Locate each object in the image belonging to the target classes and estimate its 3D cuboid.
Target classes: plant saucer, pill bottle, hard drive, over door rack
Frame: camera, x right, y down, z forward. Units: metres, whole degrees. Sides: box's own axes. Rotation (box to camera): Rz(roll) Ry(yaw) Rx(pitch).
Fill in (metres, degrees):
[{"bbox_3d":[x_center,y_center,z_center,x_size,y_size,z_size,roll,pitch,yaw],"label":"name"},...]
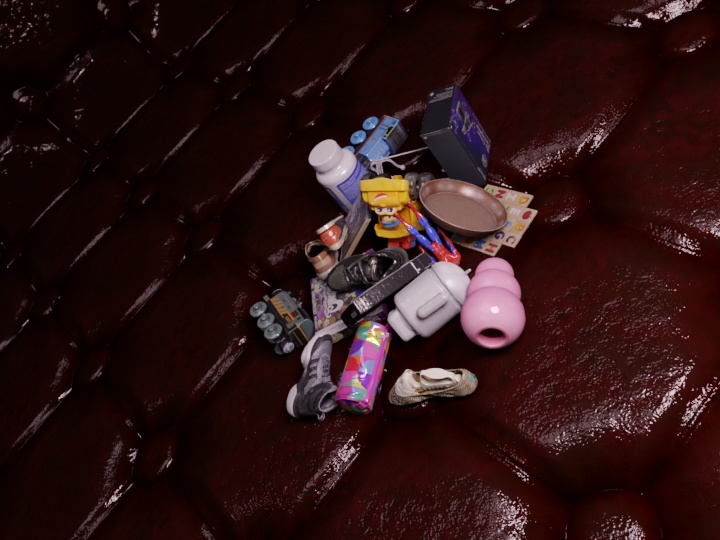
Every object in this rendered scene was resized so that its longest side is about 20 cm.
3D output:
[{"bbox_3d":[0.220,-0.132,1.649,0.200,0.200,0.035,-114,32,-47],"label":"plant saucer"},{"bbox_3d":[-0.040,-0.233,1.900,0.112,0.200,0.112,-21,46,23],"label":"pill bottle"},{"bbox_3d":[0.054,0.042,1.616,0.200,0.038,0.140,-33,-6,-19],"label":"hard drive"},{"bbox_3d":[0.128,-0.238,1.877,0.200,0.067,0.148,-21,47,15],"label":"over door rack"}]

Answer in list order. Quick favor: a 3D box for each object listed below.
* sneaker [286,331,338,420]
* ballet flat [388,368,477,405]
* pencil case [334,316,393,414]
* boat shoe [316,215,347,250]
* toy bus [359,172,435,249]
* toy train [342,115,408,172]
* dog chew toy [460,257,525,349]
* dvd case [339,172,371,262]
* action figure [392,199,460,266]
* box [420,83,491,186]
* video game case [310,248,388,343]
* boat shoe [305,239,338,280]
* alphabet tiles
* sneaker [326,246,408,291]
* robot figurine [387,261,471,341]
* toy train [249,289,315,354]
[{"bbox_3d":[-0.078,0.232,1.646,0.114,0.075,0.200,5,66,40],"label":"sneaker"},{"bbox_3d":[0.129,0.219,1.488,0.200,0.075,0.068,-13,51,31],"label":"ballet flat"},{"bbox_3d":[0.010,0.199,1.593,0.088,0.088,0.200,-3,57,37],"label":"pencil case"},{"bbox_3d":[-0.061,-0.089,1.826,0.071,0.063,0.200,-35,4,8],"label":"boat shoe"},{"bbox_3d":[0.084,-0.128,1.721,0.135,0.200,0.193,4,97,24],"label":"toy bus"},{"bbox_3d":[0.030,-0.325,2.009,0.114,0.087,0.200,27,73,41],"label":"toy train"},{"bbox_3d":[0.262,0.055,1.491,0.124,0.125,0.200,-17,40,28],"label":"dog chew toy"},{"bbox_3d":[-0.010,-0.119,1.830,0.200,0.016,0.149,120,160,-50],"label":"dvd case"},{"bbox_3d":[0.155,-0.060,1.627,0.065,0.200,0.052,-41,4,4],"label":"action figure"},{"bbox_3d":[0.224,-0.304,1.750,0.079,0.200,0.141,-8,53,33],"label":"box"},{"bbox_3d":[-0.029,0.064,1.771,0.181,0.036,0.200,-26,44,18],"label":"video game case"},{"bbox_3d":[-0.098,-0.044,1.858,0.076,0.072,0.200,-34,21,-1],"label":"boat shoe"},{"bbox_3d":[0.289,-0.114,1.688,0.200,0.006,0.167,23,72,46],"label":"alphabet tiles"},{"bbox_3d":[0.000,0.000,1.689,0.199,0.114,0.076,-16,90,21],"label":"sneaker"},{"bbox_3d":[0.150,0.060,1.571,0.200,0.113,0.170,-39,6,7],"label":"robot figurine"},{"bbox_3d":[-0.187,0.119,1.823,0.114,0.085,0.200,-34,39,-8],"label":"toy train"}]
